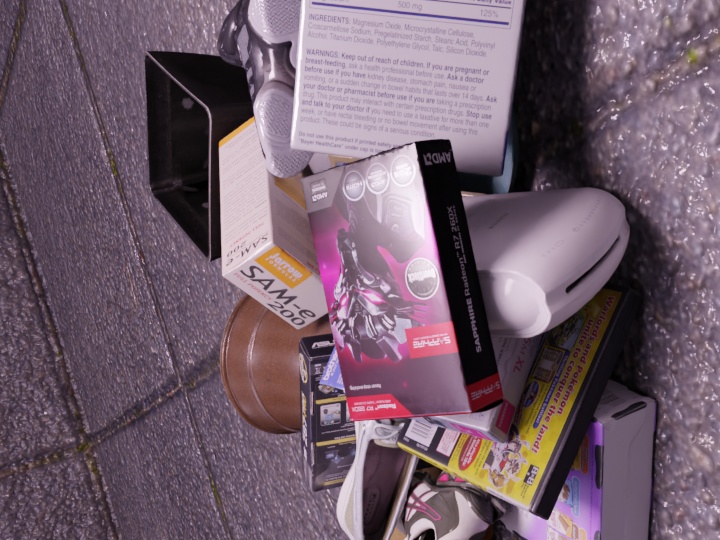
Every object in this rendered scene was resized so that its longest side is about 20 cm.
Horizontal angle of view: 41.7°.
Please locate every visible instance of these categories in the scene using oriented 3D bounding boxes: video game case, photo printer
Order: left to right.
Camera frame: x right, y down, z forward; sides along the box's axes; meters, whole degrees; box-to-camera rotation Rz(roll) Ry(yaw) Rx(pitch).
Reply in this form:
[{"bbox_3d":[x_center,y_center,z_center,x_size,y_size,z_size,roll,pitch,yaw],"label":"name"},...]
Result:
[{"bbox_3d":[0.115,-0.009,0.786,0.198,0.166,0.070,0,117,42],"label":"photo printer"},{"bbox_3d":[0.135,0.094,0.838,0.180,0.025,0.202,15,76,52],"label":"video game case"}]

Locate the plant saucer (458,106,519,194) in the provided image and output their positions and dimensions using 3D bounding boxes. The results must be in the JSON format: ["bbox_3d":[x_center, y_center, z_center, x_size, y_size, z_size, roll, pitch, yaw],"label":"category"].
[{"bbox_3d":[0.094,-0.136,0.934,0.200,0.027,0.203,34,131,50],"label":"plant saucer"}]

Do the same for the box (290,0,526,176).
[{"bbox_3d":[0.045,-0.195,0.794,0.105,0.181,0.203,-51,-31,-73],"label":"box"}]

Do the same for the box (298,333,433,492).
[{"bbox_3d":[0.036,0.135,0.981,0.049,0.197,0.164,-129,34,-60],"label":"box"}]

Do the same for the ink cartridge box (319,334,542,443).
[{"bbox_3d":[0.062,0.075,0.859,0.198,0.042,0.121,9,68,41],"label":"ink cartridge box"}]

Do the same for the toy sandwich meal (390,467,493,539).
[{"bbox_3d":[0.068,0.277,1.097,0.204,0.070,0.209,-17,67,46],"label":"toy sandwich meal"}]

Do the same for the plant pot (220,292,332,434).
[{"bbox_3d":[-0.032,0.106,1.110,0.197,0.198,0.204,2,105,52],"label":"plant pot"}]

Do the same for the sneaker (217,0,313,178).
[{"bbox_3d":[-0.095,-0.201,0.986,0.113,0.074,0.204,14,109,57],"label":"sneaker"}]

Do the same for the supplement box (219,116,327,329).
[{"bbox_3d":[-0.087,-0.056,1.023,0.073,0.126,0.202,-30,45,23],"label":"supplement box"}]

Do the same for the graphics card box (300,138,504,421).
[{"bbox_3d":[0.030,0.012,0.726,0.124,0.050,0.204,-11,90,42],"label":"graphics card box"}]

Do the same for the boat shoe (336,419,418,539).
[{"bbox_3d":[0.027,0.185,0.932,0.065,0.073,0.205,-132,56,-63],"label":"boat shoe"}]

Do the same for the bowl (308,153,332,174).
[{"bbox_3d":[0.000,-0.188,0.970,0.200,0.074,0.203,-42,66,58],"label":"bowl"}]

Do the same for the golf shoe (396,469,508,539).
[{"bbox_3d":[0.065,0.249,0.943,0.077,0.088,0.200,41,153,-2],"label":"golf shoe"}]

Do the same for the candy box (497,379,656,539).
[{"bbox_3d":[0.175,0.170,0.890,0.199,0.071,0.171,25,125,53],"label":"candy box"}]

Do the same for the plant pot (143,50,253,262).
[{"bbox_3d":[-0.155,-0.161,1.200,0.200,0.175,0.202,42,136,42],"label":"plant pot"}]

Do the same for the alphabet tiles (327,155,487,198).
[{"bbox_3d":[0.047,-0.049,0.950,0.197,0.006,0.168,10,141,32],"label":"alphabet tiles"}]
